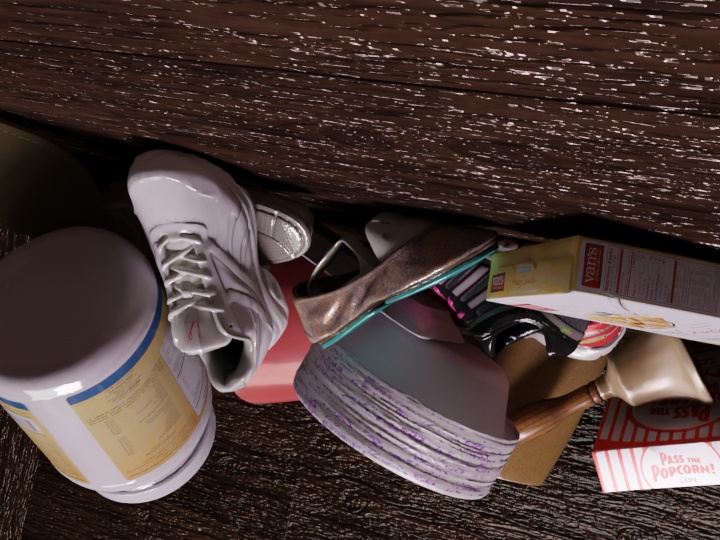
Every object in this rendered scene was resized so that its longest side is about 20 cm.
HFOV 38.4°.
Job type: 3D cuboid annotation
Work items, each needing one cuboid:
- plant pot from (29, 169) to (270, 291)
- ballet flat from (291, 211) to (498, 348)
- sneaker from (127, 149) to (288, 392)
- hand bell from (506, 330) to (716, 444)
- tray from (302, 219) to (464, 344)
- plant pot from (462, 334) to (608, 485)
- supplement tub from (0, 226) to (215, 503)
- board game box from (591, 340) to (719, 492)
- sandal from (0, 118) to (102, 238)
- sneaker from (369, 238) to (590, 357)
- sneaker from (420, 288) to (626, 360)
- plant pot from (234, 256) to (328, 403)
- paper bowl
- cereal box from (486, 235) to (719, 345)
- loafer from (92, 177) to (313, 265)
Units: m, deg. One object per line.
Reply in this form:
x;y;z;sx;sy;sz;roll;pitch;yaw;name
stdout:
-0.181;0.000;0.946;0.198;0.189;0.187;1;177;-4;plant pot
0.014;-0.003;0.770;0.199;0.068;0.068;-31;179;39;ballet flat
-0.109;0.007;0.737;0.077;0.100;0.201;-10;129;20;sneaker
0.207;0.113;0.942;0.199;0.105;0.104;-27;162;17;hand bell
0.000;0.000;0.898;0.199;0.022;0.107;35;-172;25;tray
0.158;0.107;1.044;0.185;0.202;0.186;13;175;1;plant pot
-0.199;0.080;0.800;0.144;0.145;0.201;11;146;21;supplement tub
0.311;0.129;0.969;0.150;0.047;0.200;-11;-161;26;board game box
-0.282;-0.094;0.745;0.211;0.078;0.070;25;-160;-42;sandal
0.091;0.019;0.803;0.198;0.088;0.074;11;176;25;sneaker
0.136;0.016;0.907;0.198;0.078;0.085;11;156;14;sneaker
-0.038;0.054;1.141;0.176;0.202;0.200;2;173;23;plant pot
0.049;0.103;0.908;0.200;0.105;0.201;30;-174;-4;paper bowl
0.198;0.018;0.677;0.198;0.040;0.144;10;174;-12;cereal box
-0.127;-0.049;0.808;0.198;0.063;0.072;1;133;18;loafer
